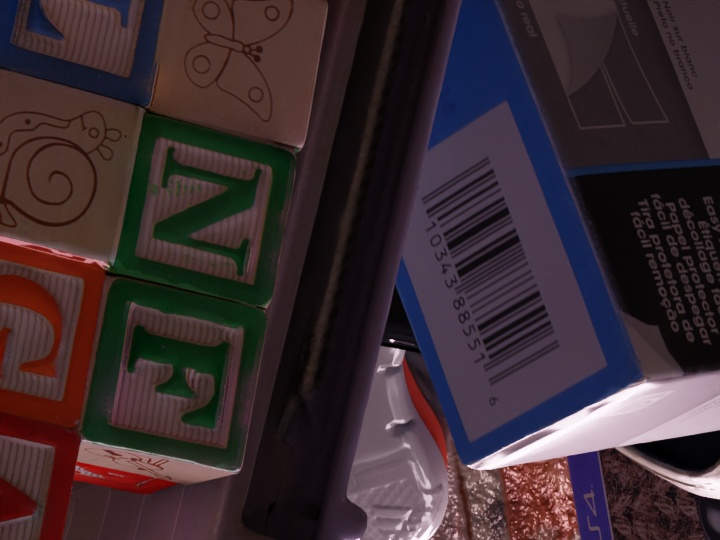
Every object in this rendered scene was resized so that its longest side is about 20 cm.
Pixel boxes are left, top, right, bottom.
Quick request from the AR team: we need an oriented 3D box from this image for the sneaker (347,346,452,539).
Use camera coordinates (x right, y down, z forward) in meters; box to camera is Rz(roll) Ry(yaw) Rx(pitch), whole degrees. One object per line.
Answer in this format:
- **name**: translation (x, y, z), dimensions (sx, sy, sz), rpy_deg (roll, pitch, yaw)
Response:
- **sneaker**: translation (0.000, 0.000, 1.001), dimensions (0.077, 0.200, 0.082), rpy_deg (9, -145, 13)

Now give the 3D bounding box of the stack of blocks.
- **stack of blocks**: translation (-0.079, 0.011, 0.504), dimensions (0.115, 0.200, 0.059), rpy_deg (14, 166, -18)

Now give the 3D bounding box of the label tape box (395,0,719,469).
- **label tape box**: translation (0.086, -0.036, 0.730), dimensions (0.200, 0.144, 0.063), rpy_deg (-6, 160, -46)

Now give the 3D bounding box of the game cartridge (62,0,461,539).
- **game cartridge**: translation (-0.023, -0.009, 0.593), dimensions (0.038, 0.200, 0.130), rpy_deg (18, 164, -17)

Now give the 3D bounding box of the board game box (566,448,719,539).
- **board game box**: translation (0.162, 0.025, 0.958), dimensions (0.097, 0.160, 0.200), rpy_deg (-5, 172, -36)

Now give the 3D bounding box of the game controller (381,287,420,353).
- **game controller**: translation (0.069, -0.020, 0.862), dimensions (0.200, 0.104, 0.042), rpy_deg (10, 163, 18)

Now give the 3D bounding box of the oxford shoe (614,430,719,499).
- **oxford shoe**: translation (0.047, -0.015, 0.798), dimensions (0.071, 0.200, 0.074), rpy_deg (-55, 159, 15)
